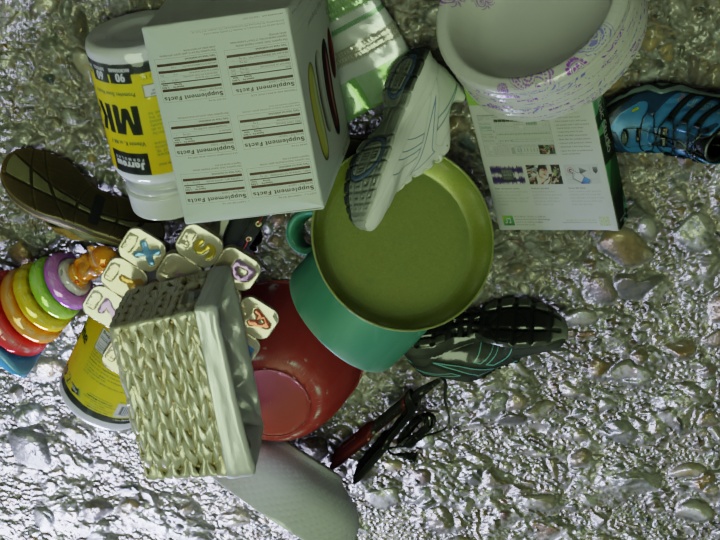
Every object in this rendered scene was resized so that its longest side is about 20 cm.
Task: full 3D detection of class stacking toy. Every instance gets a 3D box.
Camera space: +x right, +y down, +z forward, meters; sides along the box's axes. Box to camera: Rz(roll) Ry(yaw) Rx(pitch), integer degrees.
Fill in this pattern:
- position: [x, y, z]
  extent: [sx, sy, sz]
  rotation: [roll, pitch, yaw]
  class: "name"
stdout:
- position: [-0.350, 0.021, 1.755]
  extent: [0.199, 0.110, 0.116]
  rotation: [-30, 114, 28]
  class: "stacking toy"

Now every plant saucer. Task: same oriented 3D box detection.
- position: [0.042, -0.033, 1.610]
  extent: [0.199, 0.202, 0.031]
  rotation: [24, 163, -8]
  class: "plant saucer"

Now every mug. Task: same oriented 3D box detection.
- position: [0.003, 0.008, 1.684]
  extent: [0.185, 0.152, 0.114]
  rotation: [38, 116, -15]
  class: "mug"

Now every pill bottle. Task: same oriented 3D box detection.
- position: [-0.218, -0.164, 1.631]
  extent: [0.113, 0.115, 0.202]
  rotation: [-4, 120, 10]
  class: "pill bottle"
- position: [-0.268, 0.080, 1.786]
  extent: [0.112, 0.113, 0.201]
  rotation: [25, 120, -8]
  class: "pill bottle"

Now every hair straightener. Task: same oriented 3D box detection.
- position: [0.048, 0.197, 1.851]
  extent: [0.077, 0.041, 0.200]
  rotation: [35, 122, -14]
  class: "hair straightener"

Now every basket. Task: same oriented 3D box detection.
- position: [-0.185, 0.115, 1.644]
  extent: [0.122, 0.136, 0.202]
  rotation: [-10, 109, 5]
  class: "basket"

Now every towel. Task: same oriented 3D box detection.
- position: [-0.041, -0.247, 1.607]
  extent: [0.148, 0.031, 0.201]
  rotation: [-26, 115, 22]
  class: "towel"

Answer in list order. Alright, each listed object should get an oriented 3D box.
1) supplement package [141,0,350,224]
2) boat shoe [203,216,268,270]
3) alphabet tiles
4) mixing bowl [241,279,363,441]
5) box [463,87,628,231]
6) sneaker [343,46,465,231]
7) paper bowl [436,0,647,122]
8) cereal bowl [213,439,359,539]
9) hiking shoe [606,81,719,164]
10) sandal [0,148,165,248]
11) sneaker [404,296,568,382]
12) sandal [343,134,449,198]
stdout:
- position: [-0.106, -0.180, 1.517]
  extent: [0.146, 0.192, 0.202]
  rotation: [-5, 115, 11]
  class: "supplement package"
- position: [-0.141, -0.035, 1.722]
  extent: [0.063, 0.074, 0.202]
  rotation: [14, 128, -15]
  class: "boat shoe"
- position: [-0.199, 0.047, 1.698]
  extent: [0.195, 0.015, 0.201]
  rotation: [32, 106, -11]
  class: "alphabet tiles"
- position: [-0.097, 0.125, 1.794]
  extent: [0.198, 0.109, 0.202]
  rotation: [3, 122, 5]
  class: "mixing bowl"
- position: [0.195, -0.135, 1.616]
  extent: [0.143, 0.036, 0.201]
  rotation: [2, 125, 30]
  class: "box"
- position: [0.050, -0.127, 1.581]
  extent: [0.087, 0.074, 0.201]
  rotation: [30, 80, -29]
  class: "sneaker"
- position: [0.182, -0.237, 1.494]
  extent: [0.199, 0.202, 0.104]
  rotation: [-21, 146, 19]
  class: "paper bowl"
- position: [-0.081, 0.260, 1.843]
  extent: [0.199, 0.200, 0.084]
  rotation: [34, 84, -13]
  class: "cereal bowl"
- position: [0.338, -0.149, 1.583]
  extent: [0.198, 0.087, 0.075]
  rotation: [-5, 121, 10]
  class: "hiking shoe"
- position: [-0.318, -0.066, 1.735]
  extent: [0.199, 0.081, 0.054]
  rotation: [26, 142, -13]
  class: "sandal"
- position: [0.144, 0.083, 1.769]
  extent: [0.198, 0.076, 0.080]
  rotation: [-4, 134, 17]
  class: "sneaker"
- position: [0.010, -0.106, 1.668]
  extent: [0.198, 0.055, 0.083]
  rotation: [12, 102, -2]
  class: "sandal"
